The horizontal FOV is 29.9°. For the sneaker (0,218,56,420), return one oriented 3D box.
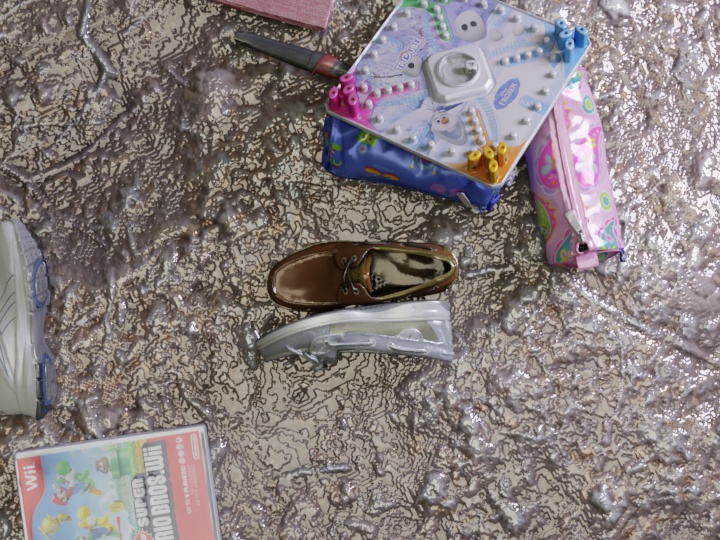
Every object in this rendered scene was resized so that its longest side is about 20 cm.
[{"bbox_3d":[-0.356,0.050,1.351,0.086,0.075,0.203,-2,88,4],"label":"sneaker"}]

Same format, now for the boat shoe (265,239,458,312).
[{"bbox_3d":[0.000,0.000,1.357,0.197,0.068,0.073,-9,89,-1],"label":"boat shoe"}]

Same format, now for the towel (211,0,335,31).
[{"bbox_3d":[-0.076,-0.359,1.388,0.142,0.023,0.203,16,87,2],"label":"towel"}]

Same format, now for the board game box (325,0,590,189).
[{"bbox_3d":[0.095,-0.197,1.318,0.198,0.026,0.201,26,66,19],"label":"board game box"}]

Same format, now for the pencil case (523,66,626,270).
[{"bbox_3d":[0.208,-0.100,1.355,0.086,0.087,0.203,-11,88,-1],"label":"pencil case"}]

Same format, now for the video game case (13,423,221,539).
[{"bbox_3d":[-0.246,0.242,1.374,0.197,0.017,0.145,-8,89,-1],"label":"video game case"}]

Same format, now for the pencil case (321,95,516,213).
[{"bbox_3d":[0.056,-0.114,1.354,0.197,0.078,0.088,14,66,1],"label":"pencil case"}]

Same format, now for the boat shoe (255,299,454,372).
[{"bbox_3d":[-0.005,0.072,1.355,0.199,0.074,0.066,-7,84,-8],"label":"boat shoe"}]

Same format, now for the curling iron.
[{"bbox_3d":[-0.037,-0.206,1.377,0.197,0.050,0.026,18,88,5],"label":"curling iron"}]
